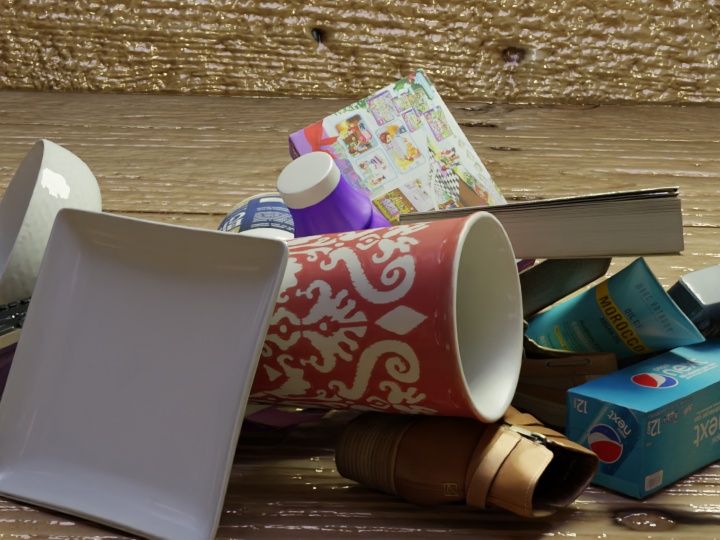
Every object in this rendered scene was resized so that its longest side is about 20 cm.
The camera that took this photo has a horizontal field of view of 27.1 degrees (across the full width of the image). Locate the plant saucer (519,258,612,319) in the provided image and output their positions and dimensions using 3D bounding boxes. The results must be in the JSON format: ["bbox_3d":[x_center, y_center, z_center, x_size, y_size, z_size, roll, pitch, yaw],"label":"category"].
[{"bbox_3d":[0.144,0.022,1.302,0.199,0.037,0.200,-29,-5,-3],"label":"plant saucer"}]

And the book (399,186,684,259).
[{"bbox_3d":[0.133,-0.026,1.110,0.198,0.049,0.134,-4,-2,6],"label":"book"}]

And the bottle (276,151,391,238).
[{"bbox_3d":[0.000,0.000,1.138,0.065,0.201,0.084,-12,39,25],"label":"bottle"}]

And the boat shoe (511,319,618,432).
[{"bbox_3d":[0.116,0.072,1.183,0.198,0.077,0.071,9,16,30],"label":"boat shoe"}]

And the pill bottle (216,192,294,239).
[{"bbox_3d":[-0.075,0.011,1.212,0.110,0.112,0.200,1,16,0],"label":"pill bottle"}]

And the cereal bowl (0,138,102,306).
[{"bbox_3d":[-0.268,-0.002,1.247,0.083,0.202,0.200,22,6,-19],"label":"cereal bowl"}]

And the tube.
[{"bbox_3d":[0.188,0.044,1.181,0.050,0.078,0.200,-46,8,-29],"label":"tube"}]

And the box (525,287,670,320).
[{"bbox_3d":[0.242,0.045,1.421,0.198,0.022,0.164,0,13,-9],"label":"box"}]

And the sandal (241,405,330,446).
[{"bbox_3d":[-0.072,0.106,1.099,0.201,0.050,0.082,-18,4,-19],"label":"sandal"}]

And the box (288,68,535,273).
[{"bbox_3d":[0.043,-0.060,1.282,0.136,0.201,0.039,-27,-19,-11],"label":"box"}]

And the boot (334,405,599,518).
[{"bbox_3d":[0.096,0.106,1.032,0.154,0.078,0.199,8,18,33],"label":"boot"}]

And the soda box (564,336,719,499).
[{"bbox_3d":[0.232,0.103,1.092,0.067,0.065,0.199,13,17,40],"label":"soda box"}]

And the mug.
[{"bbox_3d":[0.003,0.043,1.015,0.198,0.135,0.178,-3,-24,24],"label":"mug"}]

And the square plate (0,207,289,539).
[{"bbox_3d":[-0.146,0.067,0.978,0.197,0.202,0.028,9,-11,31],"label":"square plate"}]

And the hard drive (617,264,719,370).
[{"bbox_3d":[0.299,0.040,1.233,0.199,0.135,0.043,-6,59,-40],"label":"hard drive"}]

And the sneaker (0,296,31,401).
[{"bbox_3d":[-0.218,0.062,1.143,0.198,0.088,0.076,-15,21,-16],"label":"sneaker"}]

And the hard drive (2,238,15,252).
[{"bbox_3d":[-0.225,0.002,1.397,0.198,0.026,0.132,2,-25,2],"label":"hard drive"}]
